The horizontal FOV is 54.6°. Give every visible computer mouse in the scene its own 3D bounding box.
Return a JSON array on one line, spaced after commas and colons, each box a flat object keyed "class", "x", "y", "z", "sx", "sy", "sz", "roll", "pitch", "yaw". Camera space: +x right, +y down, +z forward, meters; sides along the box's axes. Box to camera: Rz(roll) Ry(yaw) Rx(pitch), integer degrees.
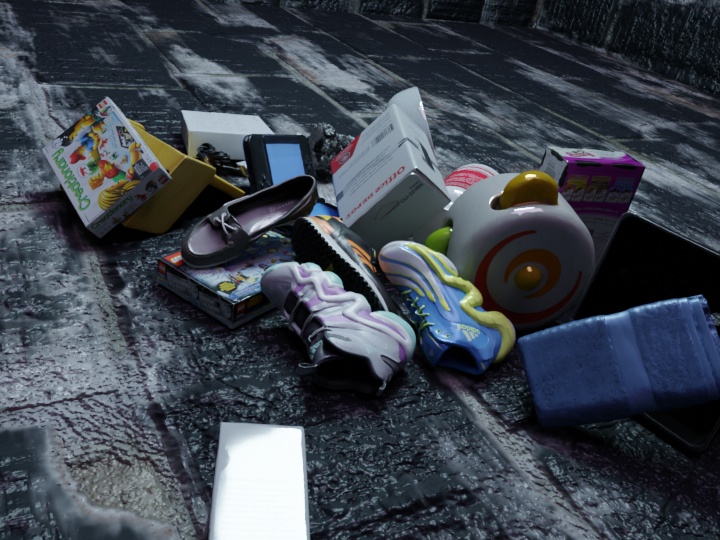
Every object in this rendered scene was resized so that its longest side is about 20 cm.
[{"class": "computer mouse", "x": -0.166, "y": -0.172, "z": 1.154, "sx": 0.200, "sy": 0.044, "sz": 0.110, "roll": 13, "pitch": 7, "yaw": -23}]

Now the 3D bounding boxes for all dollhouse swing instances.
[{"class": "dollhouse swing", "x": -0.314, "y": -0.124, "z": 1.076, "sx": 0.200, "sy": 0.176, "sz": 0.182, "roll": 30, "pitch": 76, "yaw": 31}]

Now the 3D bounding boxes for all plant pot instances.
[{"class": "plant pot", "x": 0.393, "y": 0.063, "z": 0.832, "sx": 0.177, "sy": 0.200, "sz": 0.200, "roll": -1, "pitch": 28, "yaw": -45}]

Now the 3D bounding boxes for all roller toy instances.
[{"class": "roller toy", "x": 0.203, "y": -0.022, "z": 0.906, "sx": 0.182, "sy": 0.200, "sz": 0.140, "roll": 36, "pitch": 21, "yaw": -24}]

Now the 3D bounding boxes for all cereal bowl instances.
[{"class": "cereal bowl", "x": 0.082, "y": -0.211, "z": 1.215, "sx": 0.083, "sy": 0.200, "sz": 0.200, "roll": -12, "pitch": 29, "yaw": 5}]

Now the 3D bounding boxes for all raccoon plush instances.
[{"class": "raccoon plush", "x": -0.033, "y": -0.230, "z": 1.308, "sx": 0.134, "sy": 0.097, "sz": 0.200, "roll": 5, "pitch": 28, "yaw": -26}]

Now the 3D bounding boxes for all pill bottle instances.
[{"class": "pill bottle", "x": 0.155, "y": -0.089, "z": 1.086, "sx": 0.112, "sy": 0.112, "sz": 0.200, "roll": 20, "pitch": 30, "yaw": 17}]

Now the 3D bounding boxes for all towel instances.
[{"class": "towel", "x": 0.276, "y": 0.099, "z": 0.740, "sx": 0.200, "sy": 0.049, "sz": 0.112, "roll": -15, "pitch": 68, "yaw": 17}]

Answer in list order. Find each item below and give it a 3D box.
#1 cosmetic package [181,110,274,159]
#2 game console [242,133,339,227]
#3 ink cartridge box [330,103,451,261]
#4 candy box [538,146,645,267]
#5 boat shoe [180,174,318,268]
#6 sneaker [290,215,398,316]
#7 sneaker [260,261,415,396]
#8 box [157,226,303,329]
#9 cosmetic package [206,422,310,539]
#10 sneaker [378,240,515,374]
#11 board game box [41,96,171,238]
[{"class": "cosmetic package", "x": -0.246, "y": -0.248, "z": 1.278, "sx": 0.150, "sy": 0.052, "sz": 0.200, "roll": -2, "pitch": 22, "yaw": -17}, {"class": "game console", "x": -0.068, "y": -0.127, "z": 1.044, "sx": 0.118, "sy": 0.171, "sz": 0.200, "roll": -7, "pitch": 7, "yaw": 21}, {"class": "ink cartridge box", "x": 0.038, "y": -0.133, "z": 1.036, "sx": 0.084, "sy": 0.144, "sz": 0.200, "roll": 37, "pitch": 26, "yaw": -30}, {"class": "candy box", "x": 0.312, "y": -0.076, "z": 1.024, "sx": 0.136, "sy": 0.200, "sz": 0.061, "roll": 0, "pitch": 31, "yaw": -20}, {"class": "boat shoe", "x": -0.138, "y": -0.070, "z": 0.883, "sx": 0.200, "sy": 0.057, "sz": 0.067, "roll": -30, "pitch": 71, "yaw": -31}, {"class": "sneaker", "x": 0.000, "y": 0.000, "z": 0.882, "sx": 0.090, "sy": 0.070, "sz": 0.200, "roll": -17, "pitch": 58, "yaw": -43}, {"class": "sneaker", "x": -0.047, "y": 0.069, "z": 0.764, "sx": 0.200, "sy": 0.078, "sz": 0.140, "roll": 25, "pitch": 33, "yaw": 13}, {"class": "box", "x": -0.142, "y": -0.004, "z": 0.911, "sx": 0.137, "sy": 0.040, "sz": 0.200, "roll": 26, "pitch": 32, "yaw": 28}, {"class": "cosmetic package", "x": -0.075, "y": 0.211, "z": 0.488, "sx": 0.074, "sy": 0.102, "sz": 0.200, "roll": 5, "pitch": 28, "yaw": -12}, {"class": "sneaker", "x": 0.090, "y": 0.047, "z": 0.830, "sx": 0.200, "sy": 0.076, "sz": 0.105, "roll": 36, "pitch": 42, "yaw": 10}, {"class": "board game box", "x": -0.361, "y": -0.149, "z": 0.982, "sx": 0.126, "sy": 0.035, "sz": 0.200, "roll": -41, "pitch": 55, "yaw": -3}]
